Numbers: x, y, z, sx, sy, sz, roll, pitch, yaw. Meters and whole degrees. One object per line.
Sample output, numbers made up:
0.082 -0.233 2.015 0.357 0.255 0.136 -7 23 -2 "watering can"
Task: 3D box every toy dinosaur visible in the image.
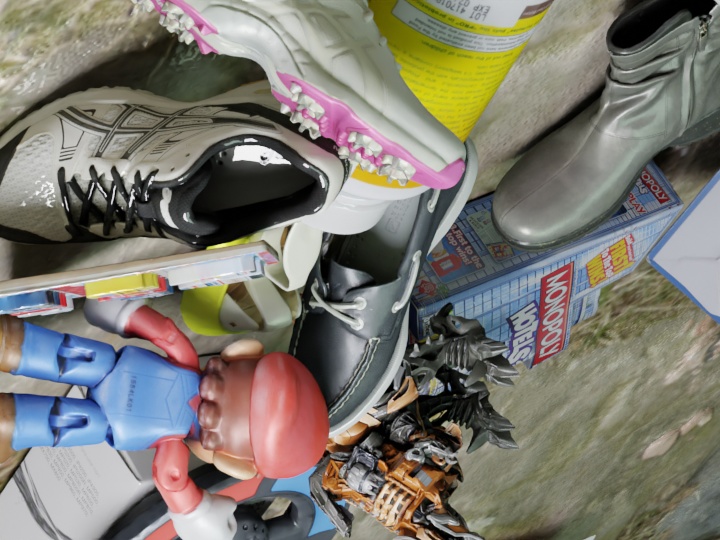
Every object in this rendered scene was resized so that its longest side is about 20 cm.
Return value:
0.020 0.087 1.682 0.136 0.200 0.102 -28 170 -15 "toy dinosaur"

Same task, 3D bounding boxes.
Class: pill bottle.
0.019 -0.113 1.467 0.109 0.109 0.200 -10 144 -40 "pill bottle"

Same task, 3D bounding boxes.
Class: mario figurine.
-0.116 0.081 1.604 0.200 0.106 0.124 9 115 -15 "mario figurine"

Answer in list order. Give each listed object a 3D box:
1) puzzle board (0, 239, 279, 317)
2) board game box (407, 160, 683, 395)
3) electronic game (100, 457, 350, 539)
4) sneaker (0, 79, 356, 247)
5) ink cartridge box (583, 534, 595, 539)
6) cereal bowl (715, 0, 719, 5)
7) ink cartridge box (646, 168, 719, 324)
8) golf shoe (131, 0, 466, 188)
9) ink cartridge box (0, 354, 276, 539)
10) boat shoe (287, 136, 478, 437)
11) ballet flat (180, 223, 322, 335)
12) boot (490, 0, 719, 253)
-0.119 0.006 1.473 0.150 0.017 0.200 -9 179 0 "puzzle board"
0.109 0.006 1.844 0.200 0.062 0.200 -27 154 -12 "board game box"
-0.092 0.174 1.732 0.200 0.042 0.200 -27 153 -15 "electronic game"
-0.101 -0.047 1.406 0.200 0.088 0.076 -12 114 9 "sneaker"
0.080 0.278 2.321 0.200 0.057 0.163 -26 155 -35 "ink cartridge box"
0.219 -0.204 1.469 0.200 0.200 0.083 -13 171 -37 "cereal bowl"
0.289 -0.058 1.883 0.136 0.076 0.200 -52 169 33 "ink cartridge box"
-0.020 -0.118 1.343 0.092 0.200 0.075 -54 -170 -10 "golf shoe"
-0.145 0.151 1.775 0.147 0.083 0.200 -7 144 -43 "ink cartridge box"
0.000 0.000 1.640 0.060 0.076 0.200 22 89 -66 "boat shoe"
-0.056 -0.005 1.623 0.067 0.067 0.200 -19 151 -29 "ballet flat"
0.154 -0.106 1.712 0.200 0.068 0.131 -36 151 -13 "boot"
